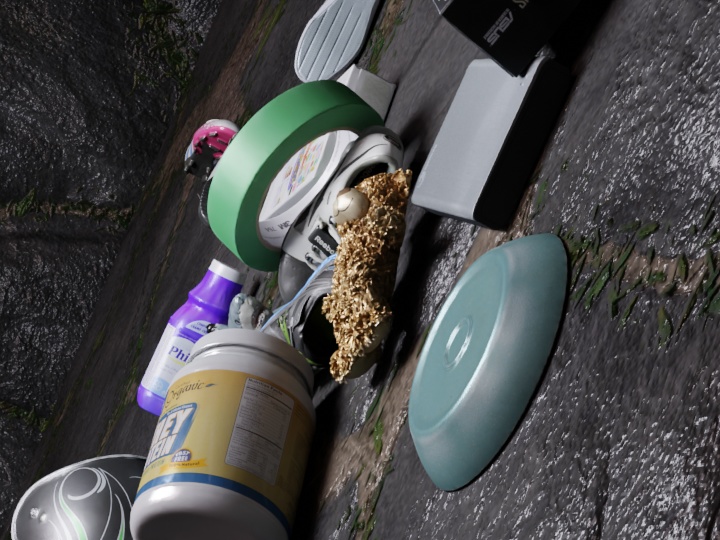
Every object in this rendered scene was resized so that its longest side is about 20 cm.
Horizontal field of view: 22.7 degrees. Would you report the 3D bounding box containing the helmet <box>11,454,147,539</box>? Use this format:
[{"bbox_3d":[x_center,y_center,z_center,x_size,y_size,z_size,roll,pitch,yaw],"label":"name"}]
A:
[{"bbox_3d":[-0.246,0.302,1.780,0.200,0.198,0.192,-52,44,41],"label":"helmet"}]

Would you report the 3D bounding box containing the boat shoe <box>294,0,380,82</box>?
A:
[{"bbox_3d":[-0.014,-0.315,2.236,0.201,0.073,0.067,-56,-1,-1],"label":"boat shoe"}]

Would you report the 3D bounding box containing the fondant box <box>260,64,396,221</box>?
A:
[{"bbox_3d":[-0.041,-0.127,2.013,0.200,0.058,0.146,-36,32,65],"label":"fondant box"}]

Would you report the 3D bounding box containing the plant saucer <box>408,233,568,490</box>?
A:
[{"bbox_3d":[0.083,0.058,1.296,0.201,0.036,0.201,-58,16,28],"label":"plant saucer"}]

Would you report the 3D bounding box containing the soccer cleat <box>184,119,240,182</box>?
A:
[{"bbox_3d":[-0.230,-0.211,2.818,0.200,0.069,0.087,-37,31,63],"label":"soccer cleat"}]

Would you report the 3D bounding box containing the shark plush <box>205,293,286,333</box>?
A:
[{"bbox_3d":[-0.128,0.068,1.953,0.092,0.083,0.200,-69,14,-13],"label":"shark plush"}]

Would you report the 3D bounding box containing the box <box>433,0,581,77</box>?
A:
[{"bbox_3d":[0.136,-0.269,1.480,0.164,0.086,0.200,-49,17,13],"label":"box"}]

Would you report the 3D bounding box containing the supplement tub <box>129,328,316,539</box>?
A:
[{"bbox_3d":[-0.119,0.169,1.627,0.145,0.143,0.201,-50,21,47],"label":"supplement tub"}]

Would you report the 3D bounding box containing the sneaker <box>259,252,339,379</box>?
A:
[{"bbox_3d":[-0.054,0.068,1.707,0.200,0.070,0.083,-53,12,32],"label":"sneaker"}]

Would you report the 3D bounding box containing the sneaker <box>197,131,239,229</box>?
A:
[{"bbox_3d":[-0.185,-0.102,2.484,0.089,0.074,0.201,-54,8,37],"label":"sneaker"}]

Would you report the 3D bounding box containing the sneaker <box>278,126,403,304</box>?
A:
[{"bbox_3d":[-0.021,-0.042,1.739,0.202,0.073,0.089,-63,12,14],"label":"sneaker"}]

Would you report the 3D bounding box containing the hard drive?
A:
[{"bbox_3d":[0.105,-0.109,1.497,0.141,0.033,0.200,-66,14,0],"label":"hard drive"}]

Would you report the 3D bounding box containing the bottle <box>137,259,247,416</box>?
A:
[{"bbox_3d":[-0.200,0.087,2.188,0.202,0.083,0.065,-64,14,1],"label":"bottle"}]

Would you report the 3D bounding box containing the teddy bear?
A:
[{"bbox_3d":[0.000,0.000,1.575,0.145,0.066,0.202,116,164,-75],"label":"teddy bear"}]

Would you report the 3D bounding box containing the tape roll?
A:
[{"bbox_3d":[-0.061,-0.093,1.792,0.200,0.048,0.202,-35,-32,-25],"label":"tape roll"}]
